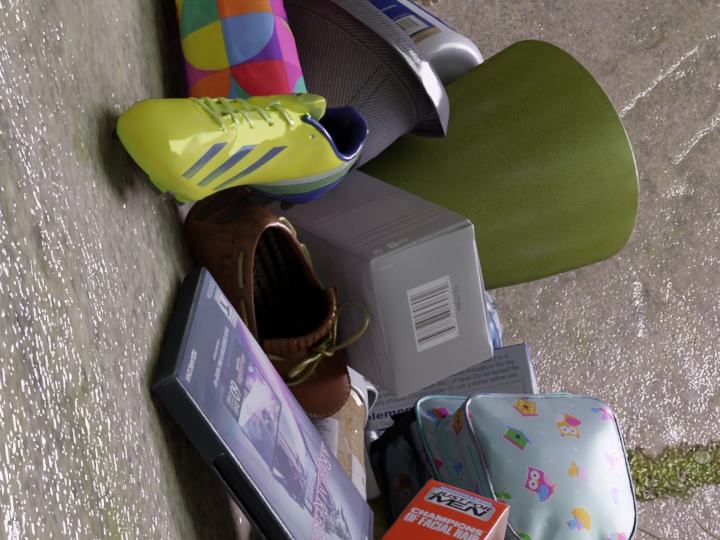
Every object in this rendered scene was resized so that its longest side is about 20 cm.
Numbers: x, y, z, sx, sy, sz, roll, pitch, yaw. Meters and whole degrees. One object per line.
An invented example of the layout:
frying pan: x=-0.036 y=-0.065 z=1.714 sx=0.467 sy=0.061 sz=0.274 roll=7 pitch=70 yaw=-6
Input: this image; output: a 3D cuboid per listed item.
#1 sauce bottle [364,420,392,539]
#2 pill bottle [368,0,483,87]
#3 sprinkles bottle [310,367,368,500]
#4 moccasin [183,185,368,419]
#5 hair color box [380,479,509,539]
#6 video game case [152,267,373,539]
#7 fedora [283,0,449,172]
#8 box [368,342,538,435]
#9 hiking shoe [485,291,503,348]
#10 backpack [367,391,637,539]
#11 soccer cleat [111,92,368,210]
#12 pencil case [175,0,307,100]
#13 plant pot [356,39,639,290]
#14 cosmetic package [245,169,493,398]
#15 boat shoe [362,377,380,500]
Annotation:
sauce bottle: x=0.000 y=0.193 z=1.364 sx=0.200 sy=0.064 sz=0.065 roll=-90 pitch=167 yaw=-54
pill bottle: x=0.002 y=-0.187 z=1.493 sx=0.200 sy=0.116 sz=0.116 roll=41 pitch=-19 yaw=37
sprinkles bottle: x=-0.029 y=0.141 z=1.202 sx=0.200 sy=0.068 sz=0.068 roll=-90 pitch=167 yaw=-58
moccasin: x=-0.045 y=0.028 z=1.134 sx=0.078 sy=0.074 sz=0.202 roll=28 pitch=-32 yaw=38
hair color box: x=0.029 y=0.229 z=1.124 sx=0.200 sy=0.064 sz=0.111 roll=-42 pitch=144 yaw=-60
video game case: x=-0.050 y=0.108 z=1.025 sx=0.200 sy=0.019 sz=0.143 roll=56 pitch=15 yaw=-19
fedora: x=-0.030 y=-0.129 z=1.252 sx=0.177 sy=0.090 sz=0.200 roll=47 pitch=-14 yaw=-30
box: x=0.074 y=0.185 z=1.497 sx=0.105 sy=0.183 sz=0.201 roll=67 pitch=14 yaw=-54
hiking shoe: x=0.063 y=0.028 z=1.508 sx=0.200 sy=0.074 sz=0.087 roll=61 pitch=24 yaw=-30
backpack: x=0.117 y=0.190 z=1.314 sx=0.153 sy=0.175 sz=0.201 roll=-36 pitch=-123 yaw=52
soccer cleat: x=-0.065 y=-0.079 z=1.006 sx=0.065 sy=0.084 sz=0.200 roll=58 pitch=23 yaw=17
pencil case: x=-0.082 y=-0.150 z=1.156 sx=0.088 sy=0.088 sz=0.201 roll=61 pitch=18 yaw=-70
plant pot: x=0.078 y=-0.059 z=1.367 sx=0.187 sy=0.199 sz=0.188 roll=43 pitch=-35 yaw=39
cosmetic package: x=0.000 y=0.000 z=1.230 sx=0.200 sy=0.090 sz=0.107 roll=34 pitch=-39 yaw=56
boat shoe: x=-0.019 y=0.098 z=1.356 sx=0.074 sy=0.066 sz=0.201 roll=69 pitch=12 yaw=-57
